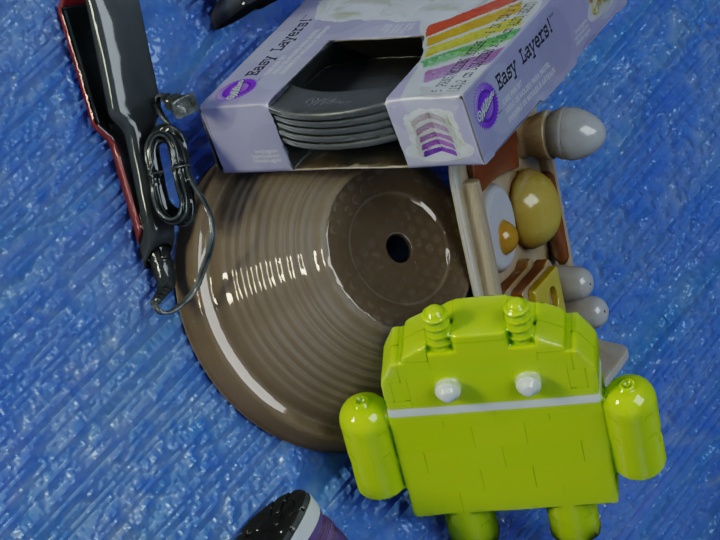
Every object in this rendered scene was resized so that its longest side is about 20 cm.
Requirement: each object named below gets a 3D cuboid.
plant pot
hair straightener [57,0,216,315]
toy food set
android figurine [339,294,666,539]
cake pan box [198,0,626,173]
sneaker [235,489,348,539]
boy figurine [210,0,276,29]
[{"bbox_3d":[0.000,0.000,1.640,0.200,0.093,0.202,9,72,-28],"label":"plant pot"},{"bbox_3d":[-0.123,-0.074,1.598,0.041,0.077,0.201,-5,77,-33],"label":"hair straightener"},{"bbox_3d":[0.116,-0.016,1.668,0.144,0.060,0.201,-44,125,-60],"label":"toy food set"},{"bbox_3d":[0.080,0.086,1.599,0.181,0.200,0.041,-3,45,9],"label":"android figurine"},{"bbox_3d":[0.029,-0.122,1.622,0.200,0.184,0.052,-48,126,-43],"label":"cake pan box"},{"bbox_3d":[-0.054,0.221,1.552,0.088,0.076,0.200,47,57,-17],"label":"sneaker"},{"bbox_3d":[-0.107,-0.244,1.670,0.124,0.064,0.200,-34,93,-34],"label":"boy figurine"}]
